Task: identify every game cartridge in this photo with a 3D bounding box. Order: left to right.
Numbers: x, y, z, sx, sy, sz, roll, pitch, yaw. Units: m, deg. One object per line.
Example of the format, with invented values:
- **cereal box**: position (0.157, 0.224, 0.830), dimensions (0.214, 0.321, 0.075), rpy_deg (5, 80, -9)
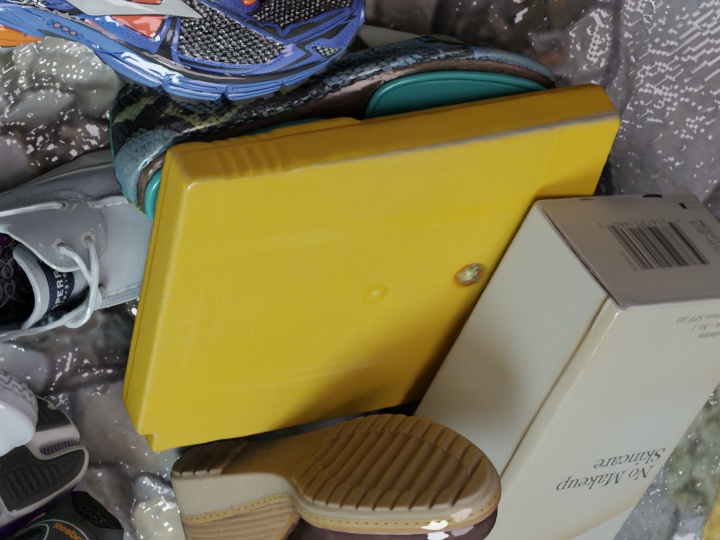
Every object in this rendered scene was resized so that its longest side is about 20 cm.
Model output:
- **game cartridge**: position (0.000, 0.000, 0.905), dimensions (0.200, 0.032, 0.176), rpy_deg (-9, 140, -23)

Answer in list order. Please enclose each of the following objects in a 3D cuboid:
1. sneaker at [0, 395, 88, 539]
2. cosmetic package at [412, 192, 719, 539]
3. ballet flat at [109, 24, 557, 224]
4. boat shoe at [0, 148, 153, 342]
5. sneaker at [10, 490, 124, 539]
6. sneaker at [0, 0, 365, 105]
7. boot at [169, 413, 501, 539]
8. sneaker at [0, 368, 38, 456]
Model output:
- **sneaker**: position (-0.212, 0.121, 0.918), dimensions (0.200, 0.081, 0.083), rpy_deg (-29, 149, -8)
- **cosmetic package**: position (0.091, 0.062, 0.949), dimensions (0.103, 0.073, 0.200), rpy_deg (-5, 135, -36)
- **ballet flat**: position (-0.013, -0.074, 0.885), dimensions (0.200, 0.074, 0.074), rpy_deg (-11, 119, -24)
- **boat shoe**: position (-0.140, 0.002, 0.872), dimensions (0.201, 0.072, 0.070), rpy_deg (-12, 119, -15)
- **sneaker**: position (-0.140, 0.171, 0.934), dimensions (0.080, 0.086, 0.200), rpy_deg (35, 142, 4)
- **sneaker**: position (-0.088, -0.121, 0.812), dimensions (0.200, 0.075, 0.078), rpy_deg (7, 136, -22)
- **boot**: position (0.011, 0.151, 0.943), dimensions (0.072, 0.200, 0.166), rpy_deg (-41, 115, -38)
- **sneaker**: position (-0.224, 0.106, 0.839), dimensions (0.200, 0.115, 0.075), rpy_deg (-11, 150, 6)
